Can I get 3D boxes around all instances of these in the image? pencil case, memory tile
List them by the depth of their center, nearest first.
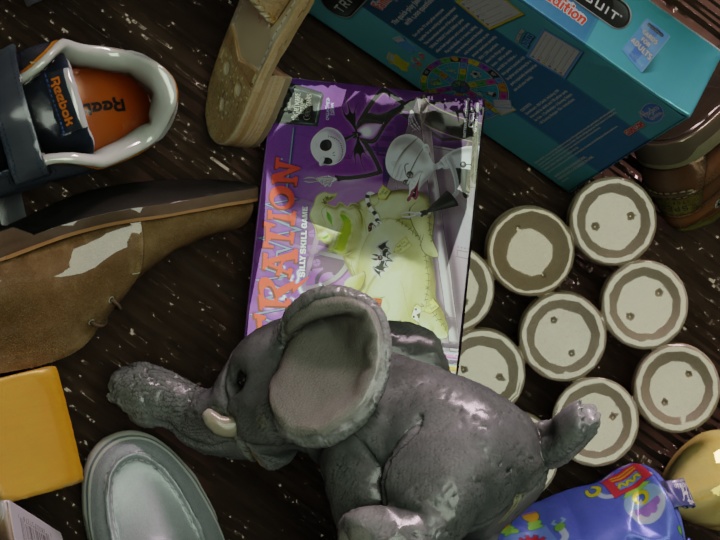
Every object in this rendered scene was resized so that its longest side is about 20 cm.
[{"bbox_3d":[0.090,0.176,1.228,0.199,0.087,0.078,-23,127,-15],"label":"pencil case"},{"bbox_3d":[0.090,0.047,1.255,0.199,0.017,0.154,-23,90,-3],"label":"memory tile"}]

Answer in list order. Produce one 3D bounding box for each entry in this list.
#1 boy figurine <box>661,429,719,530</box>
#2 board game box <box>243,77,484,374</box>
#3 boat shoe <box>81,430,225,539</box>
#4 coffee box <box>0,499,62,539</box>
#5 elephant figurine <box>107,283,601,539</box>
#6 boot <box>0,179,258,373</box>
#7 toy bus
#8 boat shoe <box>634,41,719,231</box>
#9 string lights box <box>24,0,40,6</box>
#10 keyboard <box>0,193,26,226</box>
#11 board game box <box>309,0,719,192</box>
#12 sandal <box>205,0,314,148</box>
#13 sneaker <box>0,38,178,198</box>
[{"bbox_3d":[0.261,0.096,1.291,0.199,0.064,0.125,-31,93,-15],"label":"boy figurine"},{"bbox_3d":[0.000,0.000,1.230,0.119,0.032,0.202,5,86,6],"label":"board game box"},{"bbox_3d":[-0.089,0.179,1.186,0.070,0.071,0.202,-21,90,-16],"label":"boat shoe"},{"bbox_3d":[-0.190,0.230,1.102,0.112,0.080,0.201,-18,68,8],"label":"coffee box"},{"bbox_3d":[-0.010,0.070,1.157,0.155,0.142,0.200,-28,68,-29],"label":"elephant figurine"},{"bbox_3d":[-0.143,-0.001,1.191,0.199,0.074,0.076,-17,102,-21],"label":"boot"},{"bbox_3d":[-0.245,0.102,1.148,0.199,0.078,0.066,-14,89,-16],"label":"toy bus"},{"bbox_3d":[0.235,-0.098,1.306,0.199,0.072,0.068,-35,120,-20],"label":"boat shoe"},{"bbox_3d":[-0.108,-0.231,1.225,0.199,0.059,0.103,-25,92,-15],"label":"string lights box"},{"bbox_3d":[-0.242,-0.037,1.193,0.126,0.021,0.201,-13,87,-16],"label":"keyboard"},{"bbox_3d":[0.073,-0.133,1.215,0.199,0.151,0.047,34,68,-10],"label":"board game box"},{"bbox_3d":[-0.061,-0.162,1.178,0.069,0.078,0.213,4,119,-29],"label":"sandal"},{"bbox_3d":[-0.188,-0.075,1.167,0.199,0.079,0.079,-20,92,-23],"label":"sneaker"}]
